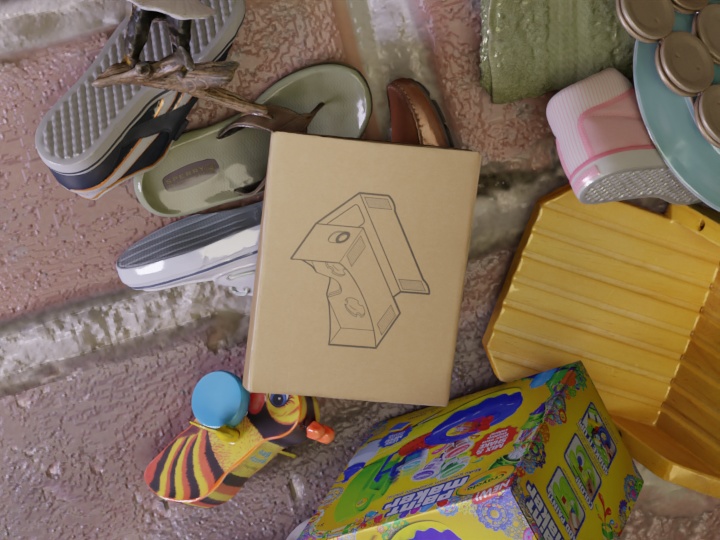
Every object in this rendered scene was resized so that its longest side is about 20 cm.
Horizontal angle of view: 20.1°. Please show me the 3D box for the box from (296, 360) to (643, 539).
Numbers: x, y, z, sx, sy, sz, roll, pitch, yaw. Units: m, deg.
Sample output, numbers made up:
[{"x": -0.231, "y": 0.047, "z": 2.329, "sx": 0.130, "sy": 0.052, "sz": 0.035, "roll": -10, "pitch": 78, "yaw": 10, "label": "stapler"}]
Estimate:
[{"x": 0.086, "y": 0.189, "z": 1.563, "sx": 0.199, "sy": 0.193, "sz": 0.122, "roll": -20, "pitch": 108, "yaw": 30, "label": "box"}]

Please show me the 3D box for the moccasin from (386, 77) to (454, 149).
[{"x": 0.033, "y": -0.050, "z": 1.600, "sx": 0.077, "sy": 0.074, "sz": 0.202, "roll": -8, "pitch": 114, "yaw": -18, "label": "moccasin"}]

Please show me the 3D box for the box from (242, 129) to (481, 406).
[{"x": 0.000, "y": 0.000, "z": 1.549, "sx": 0.163, "sy": 0.021, "sz": 0.201, "roll": 5, "pitch": 100, "yaw": -13, "label": "box"}]

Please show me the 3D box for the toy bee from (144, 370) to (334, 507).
[{"x": -0.080, "y": 0.118, "z": 1.595, "sx": 0.131, "sy": 0.109, "sz": 0.201, "roll": -6, "pitch": 129, "yaw": -50, "label": "toy bee"}]

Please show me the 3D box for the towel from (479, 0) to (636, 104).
[{"x": 0.160, "y": -0.225, "z": 1.561, "sx": 0.148, "sy": 0.037, "sz": 0.201, "roll": -9, "pitch": 126, "yaw": -8, "label": "towel"}]

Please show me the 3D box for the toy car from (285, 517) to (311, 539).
[{"x": -0.031, "y": 0.274, "z": 1.644, "sx": 0.200, "sy": 0.184, "sz": 0.177, "roll": -34, "pitch": 108, "yaw": -28, "label": "toy car"}]

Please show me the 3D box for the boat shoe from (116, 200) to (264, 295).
[{"x": -0.089, "y": -0.011, "z": 1.583, "sx": 0.199, "sy": 0.074, "sz": 0.067, "roll": -17, "pitch": 115, "yaw": 10, "label": "boat shoe"}]

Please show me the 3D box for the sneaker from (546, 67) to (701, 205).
[{"x": 0.226, "y": -0.110, "z": 1.591, "sx": 0.200, "sy": 0.105, "sz": 0.075, "roll": -4, "pitch": 149, "yaw": -40, "label": "sneaker"}]

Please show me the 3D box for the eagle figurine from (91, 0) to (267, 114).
[{"x": -0.140, "y": -0.223, "z": 1.474, "sx": 0.150, "sy": 0.152, "sz": 0.201, "roll": -5, "pitch": 72, "yaw": 33, "label": "eagle figurine"}]

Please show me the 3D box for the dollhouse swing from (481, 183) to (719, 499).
[{"x": 0.228, "y": 0.048, "z": 1.606, "sx": 0.175, "sy": 0.182, "sz": 0.201, "roll": 15, "pitch": 103, "yaw": -32, "label": "dollhouse swing"}]

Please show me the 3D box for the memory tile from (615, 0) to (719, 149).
[{"x": 0.288, "y": -0.158, "z": 1.552, "sx": 0.153, "sy": 0.017, "sz": 0.200, "roll": -38, "pitch": 93, "yaw": -36, "label": "memory tile"}]

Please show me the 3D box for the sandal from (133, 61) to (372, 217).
[{"x": -0.080, "y": -0.092, "z": 1.578, "sx": 0.200, "sy": 0.057, "sz": 0.080, "roll": -27, "pitch": 106, "yaw": 0, "label": "sandal"}]

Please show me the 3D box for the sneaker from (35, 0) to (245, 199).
[{"x": -0.163, "y": -0.138, "z": 1.551, "sx": 0.078, "sy": 0.079, "sz": 0.200, "roll": 39, "pitch": 76, "yaw": 25, "label": "sneaker"}]

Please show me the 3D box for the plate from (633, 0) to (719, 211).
[{"x": 0.296, "y": -0.134, "z": 1.573, "sx": 0.199, "sy": 0.026, "sz": 0.201, "roll": 12, "pitch": 66, "yaw": -27, "label": "plate"}]
